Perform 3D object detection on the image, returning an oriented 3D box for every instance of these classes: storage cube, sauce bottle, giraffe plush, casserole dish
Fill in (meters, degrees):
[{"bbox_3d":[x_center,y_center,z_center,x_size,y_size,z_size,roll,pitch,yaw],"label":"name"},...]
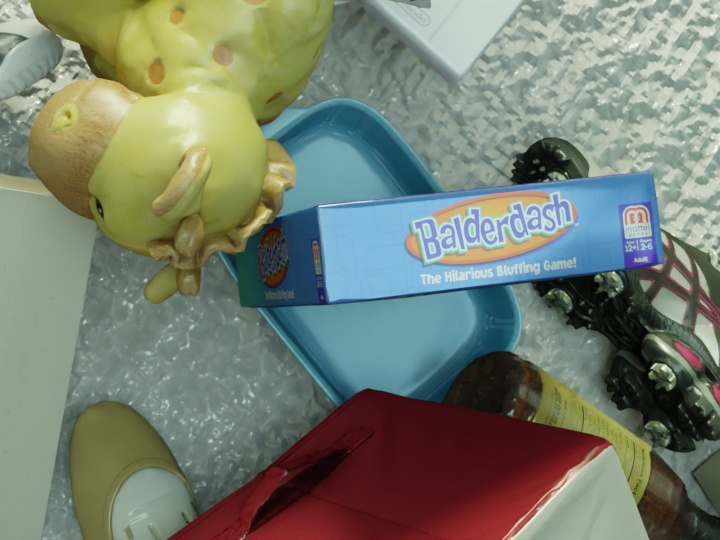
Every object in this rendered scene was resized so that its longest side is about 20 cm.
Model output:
[{"bbox_3d":[0.033,0.183,0.771,0.171,0.180,0.200,-35,114,-30],"label":"storage cube"},{"bbox_3d":[0.131,0.116,0.882,0.200,0.066,0.066,37,80,-30],"label":"sauce bottle"},{"bbox_3d":[-0.084,-0.075,0.744,0.200,0.173,0.162,9,67,26],"label":"giraffe plush"},{"bbox_3d":[0.000,0.000,0.879,0.121,0.039,0.200,-40,99,-13],"label":"casserole dish"}]

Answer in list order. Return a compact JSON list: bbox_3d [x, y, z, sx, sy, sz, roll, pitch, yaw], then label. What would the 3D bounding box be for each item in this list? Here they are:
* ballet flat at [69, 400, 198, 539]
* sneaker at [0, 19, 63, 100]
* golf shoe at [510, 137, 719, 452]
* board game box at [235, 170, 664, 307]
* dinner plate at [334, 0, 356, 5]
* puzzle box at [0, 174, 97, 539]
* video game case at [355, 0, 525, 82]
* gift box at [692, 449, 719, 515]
[{"bbox_3d":[-0.097,0.163,0.834,0.069,0.063,0.200,-19,96,-36],"label":"ballet flat"},{"bbox_3d":[-0.257,-0.126,0.792,0.199,0.079,0.130,-17,102,-4],"label":"sneaker"},{"bbox_3d":[0.157,0.005,0.913,0.088,0.077,0.200,-38,101,-33],"label":"golf shoe"},{"bbox_3d":[0.031,-0.012,0.766,0.152,0.200,0.045,-7,89,-15],"label":"board game box"},{"bbox_3d":[-0.032,-0.233,0.818,0.200,0.024,0.200,0,90,-12],"label":"dinner plate"},{"bbox_3d":[-0.209,0.046,0.795,0.133,0.025,0.200,9,107,-14],"label":"puzzle box"},{"bbox_3d":[0.030,-0.227,0.808,0.200,0.024,0.182,40,83,-10],"label":"video game case"},{"bbox_3d":[0.327,0.122,0.886,0.200,0.187,0.185,-40,99,-11],"label":"gift box"}]
